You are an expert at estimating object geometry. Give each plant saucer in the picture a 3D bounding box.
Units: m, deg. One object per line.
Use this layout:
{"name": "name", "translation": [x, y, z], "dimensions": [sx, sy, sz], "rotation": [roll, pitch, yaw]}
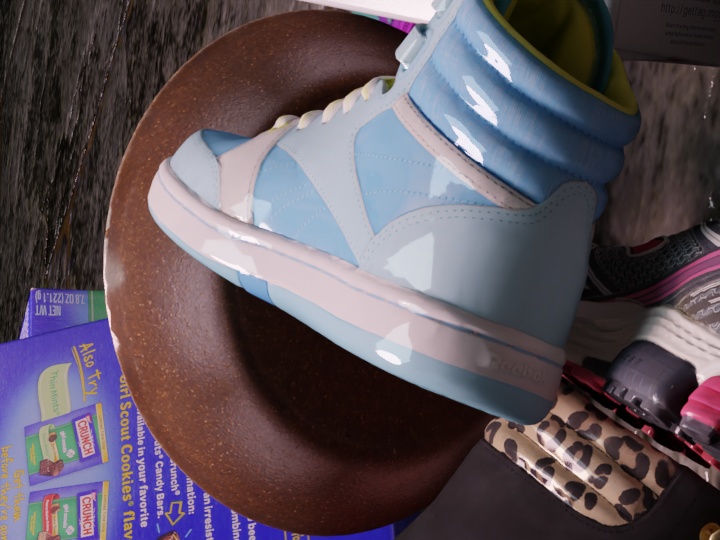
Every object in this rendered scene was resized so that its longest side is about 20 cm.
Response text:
{"name": "plant saucer", "translation": [0.000, 0.000, 0.818], "dimensions": [0.037, 0.200, 0.201], "rotation": [-3, 81, 54]}

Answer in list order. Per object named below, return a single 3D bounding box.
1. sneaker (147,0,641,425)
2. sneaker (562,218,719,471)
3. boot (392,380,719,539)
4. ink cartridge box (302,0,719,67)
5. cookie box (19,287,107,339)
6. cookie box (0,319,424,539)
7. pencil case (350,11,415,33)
{"name": "sneaker", "translation": [0.015, -0.042, 0.680], "dimensions": [0.200, 0.079, 0.131], "rotation": [28, 96, 51]}
{"name": "sneaker", "translation": [0.106, 0.017, 0.659], "dimensions": [0.075, 0.081, 0.200], "rotation": [-55, 17, -3]}
{"name": "boot", "translation": [0.075, 0.136, 0.651], "dimensions": [0.151, 0.200, 0.073], "rotation": [-52, -21, -2]}
{"name": "ink cartridge box", "translation": [0.044, -0.170, 0.743], "dimensions": [0.200, 0.084, 0.176], "rotation": [18, 103, 42]}
{"name": "cookie box", "translation": [-0.089, 0.113, 1.111], "dimensions": [0.075, 0.171, 0.200], "rotation": [110, 158, -53]}
{"name": "cookie box", "translation": [-0.074, 0.103, 0.974], "dimensions": [0.075, 0.200, 0.171], "rotation": [62, -161, -53]}
{"name": "pencil case", "translation": [0.032, -0.104, 0.907], "dimensions": [0.085, 0.092, 0.200], "rotation": [39, 139, 17]}
